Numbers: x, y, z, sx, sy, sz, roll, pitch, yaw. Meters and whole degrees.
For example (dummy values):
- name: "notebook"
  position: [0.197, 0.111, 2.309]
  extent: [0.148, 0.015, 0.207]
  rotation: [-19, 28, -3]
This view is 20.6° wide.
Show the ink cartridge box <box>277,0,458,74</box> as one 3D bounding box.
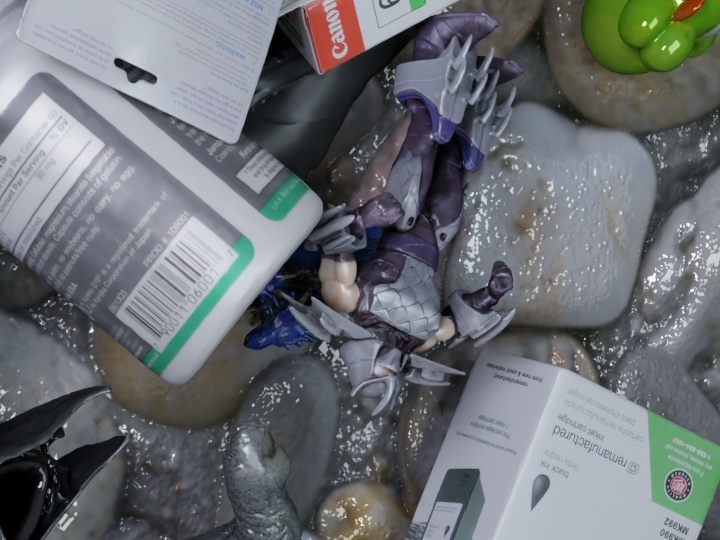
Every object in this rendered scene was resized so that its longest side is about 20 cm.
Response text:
- name: "ink cartridge box"
  position: [-0.021, -0.159, 1.000]
  extent: [0.199, 0.109, 0.051]
  rotation: [-30, 141, -10]

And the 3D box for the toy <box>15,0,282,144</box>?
- name: "toy"
  position: [-0.080, -0.170, 0.887]
  extent: [0.115, 0.047, 0.201]
  rotation: [24, 78, -30]

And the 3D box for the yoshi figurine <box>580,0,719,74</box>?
- name: "yoshi figurine"
  position: [0.192, -0.187, 1.179]
  extent: [0.200, 0.112, 0.112]
  rotation: [-52, 162, -33]

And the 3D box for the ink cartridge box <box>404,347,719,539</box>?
- name: "ink cartridge box"
  position: [0.105, 0.166, 1.131]
  extent: [0.145, 0.084, 0.201]
  rotation: [26, 83, -32]

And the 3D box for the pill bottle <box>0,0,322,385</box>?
- name: "pill bottle"
  position: [-0.124, -0.051, 0.911]
  extent: [0.200, 0.113, 0.113]
  rotation: [40, 72, -2]

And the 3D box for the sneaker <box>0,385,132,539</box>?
- name: "sneaker"
  position: [-0.200, 0.123, 0.913]
  extent: [0.200, 0.104, 0.060]
  rotation: [-44, 117, -44]

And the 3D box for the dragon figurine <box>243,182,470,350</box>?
- name: "dragon figurine"
  position: [0.000, 0.000, 1.053]
  extent: [0.199, 0.099, 0.059]
  rotation: [-12, 103, -32]

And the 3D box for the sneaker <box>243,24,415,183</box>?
- name: "sneaker"
  position: [-0.048, -0.078, 1.037]
  extent: [0.199, 0.076, 0.091]
  rotation: [-34, 120, -15]

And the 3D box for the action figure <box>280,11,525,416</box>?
- name: "action figure"
  position: [0.029, -0.024, 0.991]
  extent: [0.130, 0.069, 0.201]
  rotation: [33, 67, -49]

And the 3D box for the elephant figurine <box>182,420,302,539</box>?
- name: "elephant figurine"
  position: [-0.074, 0.191, 1.014]
  extent: [0.200, 0.141, 0.156]
  rotation: [50, 55, -34]
